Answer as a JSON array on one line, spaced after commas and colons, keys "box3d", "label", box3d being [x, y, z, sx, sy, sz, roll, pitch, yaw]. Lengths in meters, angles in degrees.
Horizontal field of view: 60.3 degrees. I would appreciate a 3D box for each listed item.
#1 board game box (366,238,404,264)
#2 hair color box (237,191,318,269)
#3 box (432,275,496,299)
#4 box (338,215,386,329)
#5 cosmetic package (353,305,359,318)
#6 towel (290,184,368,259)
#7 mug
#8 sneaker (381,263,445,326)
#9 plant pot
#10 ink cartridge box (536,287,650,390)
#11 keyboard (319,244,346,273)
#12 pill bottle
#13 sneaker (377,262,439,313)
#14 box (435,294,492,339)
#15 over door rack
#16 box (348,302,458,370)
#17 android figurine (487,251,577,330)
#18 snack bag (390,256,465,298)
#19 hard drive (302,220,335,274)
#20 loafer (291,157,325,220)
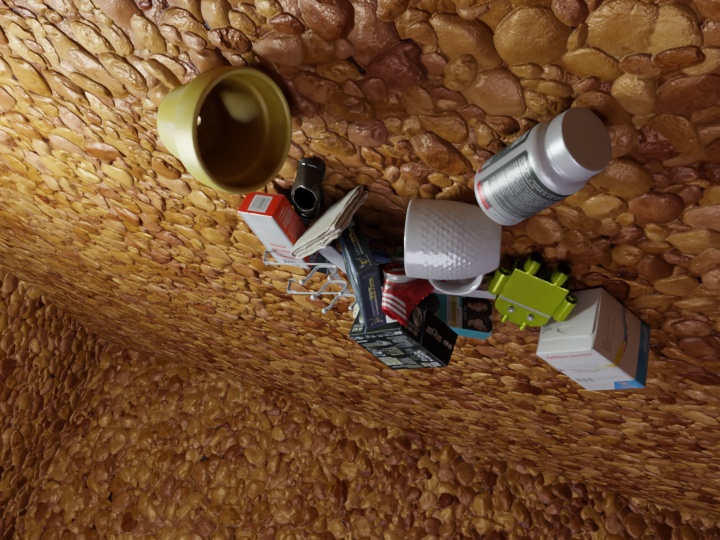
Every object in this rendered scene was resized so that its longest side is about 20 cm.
[{"box3d": [0.047, -0.008, 1.508, 0.132, 0.035, 0.201, 13, 155, 13], "label": "board game box"}, {"box3d": [-0.178, -0.088, 1.381, 0.100, 0.062, 0.201, 11, 152, 28], "label": "hair color box"}, {"box3d": [0.253, 0.035, 1.389, 0.195, 0.039, 0.042, 5, 154, 1], "label": "box"}, {"box3d": [0.000, 0.000, 1.328, 0.050, 0.202, 0.160, -16, 131, -5], "label": "box"}, {"box3d": [0.076, 0.100, 1.605, 0.103, 0.073, 0.199, 13, 172, -31], "label": "cosmetic package"}, {"box3d": [-0.066, -0.097, 1.289, 0.034, 0.133, 0.199, 43, 150, -16], "label": "towel"}, {"box3d": [0.180, -0.036, 1.188, 0.171, 0.149, 0.203, 4, 129, 12], "label": "mug"}, {"box3d": [0.105, 0.050, 1.302, 0.198, 0.118, 0.078, 0, -164, -46], "label": "sneaker"}, {"box3d": [-0.248, -0.247, 1.063, 0.187, 0.203, 0.201, 20, 162, 41], "label": "plant pot"}, {"box3d": [0.512, 0.154, 1.359, 0.198, 0.147, 0.146, 32, 152, -27], "label": "ink cartridge box"}, {"box3d": [-0.028, -0.006, 1.505, 0.056, 0.011, 0.199, -11, 143, 40], "label": "keyboard"}, {"box3d": [0.271, -0.153, 0.936, 0.112, 0.116, 0.199, 26, 155, -17], "label": "pill bottle"}, {"box3d": [0.120, 0.044, 1.399, 0.198, 0.076, 0.084, 28, 154, -30], "label": "sneaker"}, {"box3d": [0.222, 0.108, 1.505, 0.195, 0.084, 0.049, 9, 157, -13], "label": "box"}, {"box3d": [-0.118, 0.032, 1.412, 0.196, 0.068, 0.148, 12, 154, 27], "label": "over door rack"}, {"box3d": [0.097, 0.150, 1.436, 0.163, 0.087, 0.198, 39, 151, -24], "label": "box"}, {"box3d": [0.359, 0.052, 1.313, 0.179, 0.041, 0.202, 23, 135, 2], "label": "android figurine"}, {"box3d": [0.160, 0.018, 1.446, 0.195, 0.022, 0.189, 4, 155, 2], "label": "snack bag"}, {"box3d": [-0.128, -0.056, 1.533, 0.132, 0.043, 0.201, 15, 156, 9], "label": "hard drive"}, {"box3d": [-0.117, -0.153, 1.282, 0.072, 0.073, 0.201, 18, 156, 3], "label": "loafer"}]
